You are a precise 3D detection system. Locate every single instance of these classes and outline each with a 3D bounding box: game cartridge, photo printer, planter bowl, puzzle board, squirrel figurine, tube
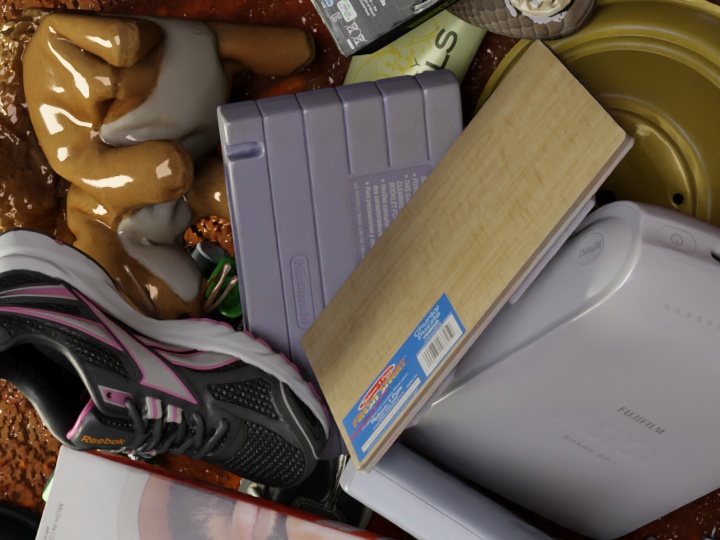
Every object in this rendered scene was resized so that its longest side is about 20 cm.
[{"bbox_3d":[0.000,0.000,1.275,0.129,0.038,0.201,-11,114,-13],"label":"game cartridge"},{"bbox_3d":[0.132,0.049,1.197,0.166,0.070,0.200,29,138,-28],"label":"photo printer"},{"bbox_3d":[0.057,0.129,1.240,0.133,0.200,0.042,36,89,14],"label":"game cartridge"},{"bbox_3d":[0.134,-0.040,1.241,0.200,0.083,0.201,3,99,21],"label":"planter bowl"},{"bbox_3d":[0.049,-0.008,1.182,0.017,0.151,0.200,33,102,-23],"label":"puzzle board"},{"bbox_3d":[-0.140,-0.046,1.326,0.200,0.141,0.187,10,99,37],"label":"squirrel figurine"},{"bbox_3d":[0.016,-0.089,1.301,0.058,0.052,0.200,19,100,-25],"label":"tube"}]

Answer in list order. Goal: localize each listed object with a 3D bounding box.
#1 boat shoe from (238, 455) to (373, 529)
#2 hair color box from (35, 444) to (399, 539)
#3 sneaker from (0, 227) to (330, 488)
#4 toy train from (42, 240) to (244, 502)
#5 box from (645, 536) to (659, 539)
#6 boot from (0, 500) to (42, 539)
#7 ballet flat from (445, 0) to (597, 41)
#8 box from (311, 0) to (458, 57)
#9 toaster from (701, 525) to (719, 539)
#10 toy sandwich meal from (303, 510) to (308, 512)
[{"bbox_3d":[-0.041,0.142,1.349,0.072,0.068,0.200,23,105,18],"label":"boat shoe"},{"bbox_3d":[-0.067,0.168,1.235,0.199,0.064,0.111,15,87,12],"label":"hair color box"},{"bbox_3d":[-0.116,0.066,1.236,0.200,0.086,0.080,26,129,-6],"label":"sneaker"},{"bbox_3d":[-0.115,0.068,1.381,0.056,0.042,0.200,41,110,24],"label":"toy train"},{"bbox_3d":[0.108,0.232,1.231,0.050,0.200,0.158,28,106,17],"label":"box"},{"bbox_3d":[-0.202,0.198,1.368,0.198,0.162,0.074,20,106,18],"label":"boot"},{"bbox_3d":[0.036,-0.185,1.264,0.200,0.046,0.067,38,87,18],"label":"ballet flat"},{"bbox_3d":[0.027,-0.238,1.218,0.193,0.048,0.200,-31,86,19],"label":"box"},{"bbox_3d":[0.236,0.227,1.230,0.129,0.114,0.201,2,97,17],"label":"toaster"},{"bbox_3d":[0.003,0.221,1.318,0.205,0.070,0.206,-4,111,-9],"label":"toy sandwich meal"}]
